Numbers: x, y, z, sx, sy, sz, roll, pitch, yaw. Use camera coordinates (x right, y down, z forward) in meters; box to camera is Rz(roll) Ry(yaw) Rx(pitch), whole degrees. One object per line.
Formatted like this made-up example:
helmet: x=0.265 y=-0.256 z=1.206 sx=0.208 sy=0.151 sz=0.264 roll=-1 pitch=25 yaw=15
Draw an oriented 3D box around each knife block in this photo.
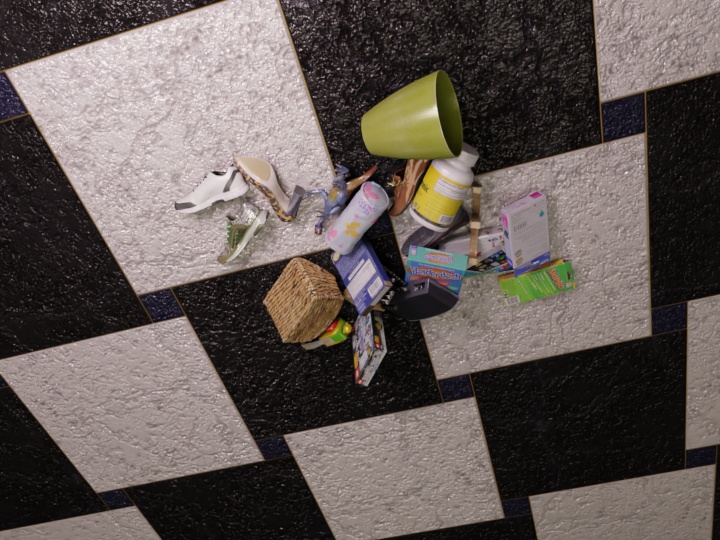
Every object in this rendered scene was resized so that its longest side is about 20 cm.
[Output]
knife block: x=0.036 y=0.071 z=1.824 sx=0.064 sy=0.177 sz=0.199 roll=35 pitch=120 yaw=-24

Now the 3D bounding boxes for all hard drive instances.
hard drive: x=0.156 y=0.083 z=1.846 sx=0.133 sy=0.043 sz=0.198 roll=29 pitch=150 yaw=-28

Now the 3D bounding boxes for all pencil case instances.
pencil case: x=-0.010 y=-0.128 z=1.712 sx=0.082 sy=0.092 sz=0.200 roll=33 pitch=132 yaw=-11

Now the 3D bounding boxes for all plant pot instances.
plant pot: x=0.108 y=-0.326 z=1.548 sx=0.196 sy=0.189 sz=0.189 roll=-9 pitch=128 yaw=25

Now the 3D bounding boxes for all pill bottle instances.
pill bottle: x=0.204 y=-0.206 z=1.655 sx=0.109 sy=0.112 sz=0.203 roll=19 pitch=116 yaw=-14

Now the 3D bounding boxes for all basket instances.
basket: x=-0.149 y=0.079 z=1.902 sx=0.141 sy=0.150 sz=0.201 roll=1 pitch=136 yaw=-44

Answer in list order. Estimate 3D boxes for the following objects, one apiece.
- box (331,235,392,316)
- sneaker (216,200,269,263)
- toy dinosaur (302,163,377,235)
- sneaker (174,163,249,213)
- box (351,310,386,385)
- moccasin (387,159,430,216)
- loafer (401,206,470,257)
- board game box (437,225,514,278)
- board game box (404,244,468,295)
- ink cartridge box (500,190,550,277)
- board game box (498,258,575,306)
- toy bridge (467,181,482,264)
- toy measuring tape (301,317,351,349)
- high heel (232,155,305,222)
box: x=0.000 y=0.000 z=1.780 sx=0.032 sy=0.202 sz=0.122 roll=5 pitch=135 yaw=-43
sneaker: x=-0.317 y=-0.104 z=1.771 sx=0.088 sy=0.077 sz=0.200 roll=40 pitch=113 yaw=-11
toy dinosaur: x=-0.059 y=-0.162 z=1.712 sx=0.195 sy=0.107 sz=0.183 roll=-3 pitch=146 yaw=-11
sneaker: x=-0.372 y=-0.200 z=1.700 sx=0.196 sy=0.074 sz=0.081 roll=-20 pitch=110 yaw=9
box: x=0.020 y=0.193 z=1.898 sx=0.039 sy=0.202 sz=0.139 roll=14 pitch=126 yaw=-17
moccasin: x=0.108 y=-0.222 z=1.673 sx=0.076 sy=0.074 sz=0.204 roll=21 pitch=127 yaw=-4
loafer: x=0.194 y=-0.089 z=1.775 sx=0.199 sy=0.073 sz=0.063 roll=-38 pitch=123 yaw=21
board game box: x=0.307 y=-0.043 z=1.828 sx=0.195 sy=0.035 sz=0.128 roll=-10 pitch=126 yaw=8
board game box: x=0.191 y=0.015 z=1.802 sx=0.148 sy=0.046 sz=0.201 roll=11 pitch=151 yaw=6
ink cartridge box: x=0.423 y=-0.090 z=1.766 sx=0.117 sy=0.042 sz=0.203 roll=-25 pitch=124 yaw=-13
board game box: x=0.481 y=0.033 z=1.890 sx=0.195 sy=0.030 sz=0.097 roll=-15 pitch=126 yaw=14
toy bridge: x=0.289 y=-0.122 z=1.744 sx=0.026 sy=0.067 sz=0.205 roll=4 pitch=106 yaw=10
toy measuring tape: x=-0.092 y=0.178 z=1.989 sx=0.198 sy=0.075 sz=0.073 roll=-21 pitch=127 yaw=43
high heel: x=-0.239 y=-0.195 z=1.708 sx=0.197 sy=0.072 sz=0.143 roll=30 pitch=145 yaw=-4
